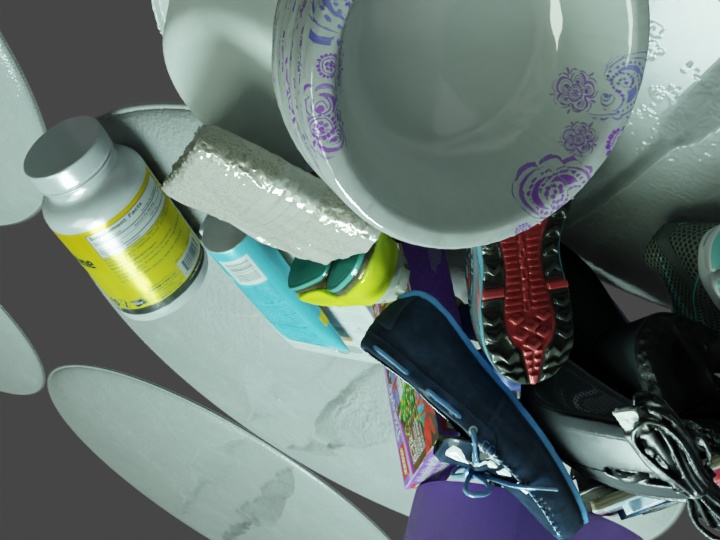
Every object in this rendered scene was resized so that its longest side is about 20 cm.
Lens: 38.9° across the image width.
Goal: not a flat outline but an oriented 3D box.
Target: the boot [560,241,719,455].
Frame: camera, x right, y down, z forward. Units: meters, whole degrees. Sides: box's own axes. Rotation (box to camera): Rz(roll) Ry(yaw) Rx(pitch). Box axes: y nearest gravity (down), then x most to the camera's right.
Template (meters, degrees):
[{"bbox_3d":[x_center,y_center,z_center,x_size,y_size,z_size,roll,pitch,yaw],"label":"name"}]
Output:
[{"bbox_3d":[0.179,0.041,0.714,0.201,0.076,0.168,51,170,3],"label":"boot"}]

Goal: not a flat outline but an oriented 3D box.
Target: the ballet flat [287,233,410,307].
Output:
[{"bbox_3d":[0.000,0.000,0.785,0.066,0.068,0.200,22,169,-16],"label":"ballet flat"}]

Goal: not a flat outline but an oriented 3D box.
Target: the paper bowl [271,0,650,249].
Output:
[{"bbox_3d":[0.048,-0.122,0.555,0.201,0.200,0.104,51,178,-32],"label":"paper bowl"}]

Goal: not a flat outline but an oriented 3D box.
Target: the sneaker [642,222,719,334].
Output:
[{"bbox_3d":[0.267,0.033,0.721,0.091,0.078,0.201,19,150,55],"label":"sneaker"}]

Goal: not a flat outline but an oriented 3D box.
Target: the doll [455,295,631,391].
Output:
[{"bbox_3d":[0.167,0.063,0.836,0.197,0.048,0.138,7,109,18],"label":"doll"}]

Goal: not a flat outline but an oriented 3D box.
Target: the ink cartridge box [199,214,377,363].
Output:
[{"bbox_3d":[-0.046,0.014,1.007,0.159,0.048,0.201,6,145,37],"label":"ink cartridge box"}]

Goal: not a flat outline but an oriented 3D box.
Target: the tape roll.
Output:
[{"bbox_3d":[0.133,0.237,0.836,0.198,0.066,0.201,14,158,6],"label":"tape roll"}]

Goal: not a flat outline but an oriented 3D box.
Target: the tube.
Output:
[{"bbox_3d":[-0.079,0.021,0.955,0.077,0.051,0.201,15,153,34],"label":"tube"}]

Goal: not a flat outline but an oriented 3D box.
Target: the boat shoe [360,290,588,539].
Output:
[{"bbox_3d":[0.075,0.110,0.712,0.201,0.068,0.084,51,169,11],"label":"boat shoe"}]

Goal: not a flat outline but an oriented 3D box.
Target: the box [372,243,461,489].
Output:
[{"bbox_3d":[0.048,0.063,0.845,0.039,0.202,0.137,-4,153,-11],"label":"box"}]

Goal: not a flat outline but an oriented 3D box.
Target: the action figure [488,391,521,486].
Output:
[{"bbox_3d":[0.141,0.132,0.930,0.117,0.203,0.102,2,-174,4],"label":"action figure"}]

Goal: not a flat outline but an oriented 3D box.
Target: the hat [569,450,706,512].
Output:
[{"bbox_3d":[0.238,0.157,0.880,0.198,0.082,0.201,-15,155,-7],"label":"hat"}]

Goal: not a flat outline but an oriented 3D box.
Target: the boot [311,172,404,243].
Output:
[{"bbox_3d":[0.015,-0.074,0.785,0.198,0.074,0.076,9,138,41],"label":"boot"}]

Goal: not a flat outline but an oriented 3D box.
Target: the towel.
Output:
[{"bbox_3d":[-0.068,-0.047,0.705,0.131,0.035,0.200,25,171,-13],"label":"towel"}]

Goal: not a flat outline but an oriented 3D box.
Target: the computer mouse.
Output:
[{"bbox_3d":[0.161,0.112,0.677,0.139,0.053,0.200,48,174,-24],"label":"computer mouse"}]

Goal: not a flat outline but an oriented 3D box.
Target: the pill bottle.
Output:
[{"bbox_3d":[-0.244,-0.052,1.021,0.111,0.113,0.201,9,144,35],"label":"pill bottle"}]

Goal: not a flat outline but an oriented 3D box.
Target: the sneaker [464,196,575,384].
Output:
[{"bbox_3d":[0.095,-0.030,0.693,0.078,0.203,0.095,0,-173,-11],"label":"sneaker"}]

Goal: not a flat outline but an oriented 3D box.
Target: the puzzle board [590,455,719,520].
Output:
[{"bbox_3d":[0.274,0.148,0.755,0.198,0.018,0.151,-23,158,13],"label":"puzzle board"}]

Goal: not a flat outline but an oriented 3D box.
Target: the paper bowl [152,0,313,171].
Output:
[{"bbox_3d":[-0.049,-0.147,0.677,0.199,0.105,0.201,24,152,14],"label":"paper bowl"}]
